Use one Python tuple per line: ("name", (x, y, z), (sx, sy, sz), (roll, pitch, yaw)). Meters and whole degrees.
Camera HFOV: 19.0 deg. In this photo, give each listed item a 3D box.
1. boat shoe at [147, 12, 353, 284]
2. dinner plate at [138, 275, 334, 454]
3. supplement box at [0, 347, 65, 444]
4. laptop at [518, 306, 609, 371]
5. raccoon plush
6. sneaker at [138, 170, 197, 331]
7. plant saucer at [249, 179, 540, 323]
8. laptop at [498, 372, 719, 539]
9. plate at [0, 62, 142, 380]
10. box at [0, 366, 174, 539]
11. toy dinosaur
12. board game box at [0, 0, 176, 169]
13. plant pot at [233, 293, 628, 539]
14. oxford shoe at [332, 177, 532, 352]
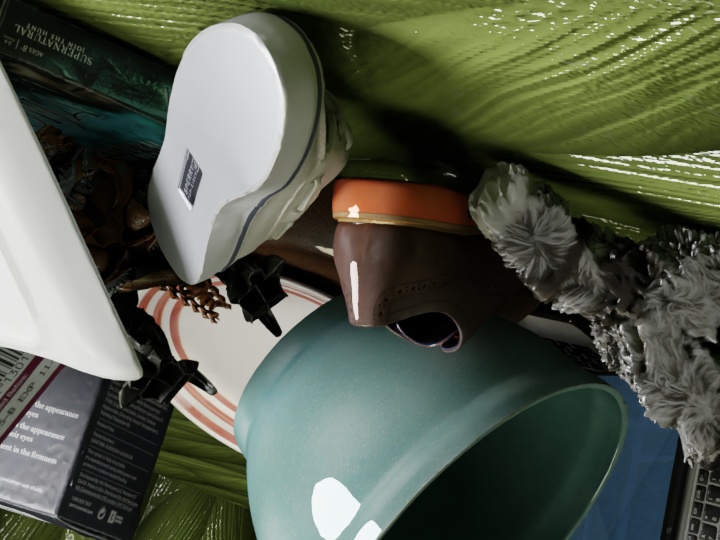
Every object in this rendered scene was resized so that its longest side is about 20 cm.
("boat shoe", (-0.039, -0.057, 0.938), (0.070, 0.071, 0.200), (-23, 162, -24))
("dinner plate", (-0.041, 0.058, 1.249), (0.199, 0.024, 0.201), (16, 143, 13))
("supplement box", (-0.270, 0.008, 1.264), (0.200, 0.131, 0.103), (43, -175, 32))
("laptop", (0.073, 0.092, 1.345), (0.187, 0.116, 0.200), (11, 167, 30))
("raccoon plush", (0.145, 0.010, 1.010), (0.200, 0.097, 0.134), (47, -177, 1))
("sneaker", (-0.125, -0.017, 1.240), (0.199, 0.076, 0.079), (23, 166, -24))
("plant saucer", (0.000, 0.000, 1.190), (0.200, 0.037, 0.200), (19, 166, 5))
("laptop", (0.186, 0.162, 1.198), (0.199, 0.188, 0.116), (13, -168, 23))
("plate", (-0.196, -0.037, 1.037), (0.200, 0.032, 0.200), (8, 126, 58))
("box", (-0.207, 0.066, 1.449), (0.147, 0.201, 0.104), (14, 169, 26))
("toy dinosaur", (-0.106, -0.013, 1.091), (0.136, 0.102, 0.200), (48, -157, 26))
("board game box", (-0.156, -0.087, 1.068), (0.135, 0.028, 0.200), (23, 168, -27))
("plant pot", (0.019, 0.093, 1.101), (0.134, 0.200, 0.200), (43, -178, 28))
("oxford shoe", (0.038, 0.003, 1.024), (0.071, 0.073, 0.200), (4, 176, 29))
